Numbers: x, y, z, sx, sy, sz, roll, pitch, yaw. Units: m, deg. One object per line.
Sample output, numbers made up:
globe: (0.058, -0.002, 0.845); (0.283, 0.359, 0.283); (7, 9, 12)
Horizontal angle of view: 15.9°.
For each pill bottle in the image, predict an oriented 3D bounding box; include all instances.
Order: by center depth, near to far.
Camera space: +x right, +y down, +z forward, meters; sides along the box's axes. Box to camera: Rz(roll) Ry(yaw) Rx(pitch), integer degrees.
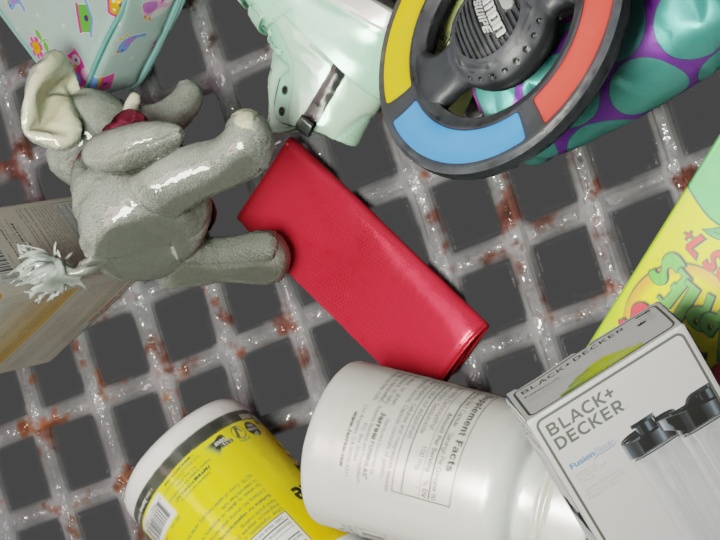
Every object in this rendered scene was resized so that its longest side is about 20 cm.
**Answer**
pill bottle: (0.071, 0.136, 1.692); (0.199, 0.114, 0.115); (14, 101, 23)
pill bottle: (-0.061, 0.193, 1.782); (0.200, 0.112, 0.113); (45, 114, 20)

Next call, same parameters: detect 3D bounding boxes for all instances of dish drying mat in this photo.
dish drying mat: (0.000, 0.000, 1.785); (0.200, 0.018, 0.077); (44, 115, 22)

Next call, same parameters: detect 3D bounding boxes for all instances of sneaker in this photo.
sneaker: (-0.065, -0.161, 1.775); (0.200, 0.074, 0.119); (30, 101, 23)

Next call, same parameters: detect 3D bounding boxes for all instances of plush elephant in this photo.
plush elephant: (-0.154, -0.071, 1.776); (0.199, 0.165, 0.155); (-17, 53, 1)

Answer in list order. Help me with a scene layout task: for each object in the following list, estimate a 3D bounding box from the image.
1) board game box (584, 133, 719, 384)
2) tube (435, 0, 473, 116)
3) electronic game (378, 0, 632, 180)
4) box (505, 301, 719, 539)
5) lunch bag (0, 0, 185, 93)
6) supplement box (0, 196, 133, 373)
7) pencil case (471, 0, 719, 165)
board game box: (0.234, 0.005, 1.626); (0.101, 0.048, 0.201); (39, 112, 23)
tube: (0.078, -0.191, 1.706); (0.201, 0.058, 0.052); (-65, 30, 13)
electronic game: (0.088, -0.151, 1.618); (0.199, 0.042, 0.201); (-23, 54, 36)
box: (0.189, 0.135, 1.585); (0.116, 0.060, 0.201); (-30, 105, -1)
lunch bag: (-0.211, -0.228, 1.843); (0.200, 0.077, 0.161); (54, 142, 21)
supplement box: (-0.258, 0.015, 1.836); (0.126, 0.200, 0.074); (-41, 77, 26)
pencil case: (0.162, -0.143, 1.635); (0.199, 0.085, 0.093); (-29, 112, 29)
